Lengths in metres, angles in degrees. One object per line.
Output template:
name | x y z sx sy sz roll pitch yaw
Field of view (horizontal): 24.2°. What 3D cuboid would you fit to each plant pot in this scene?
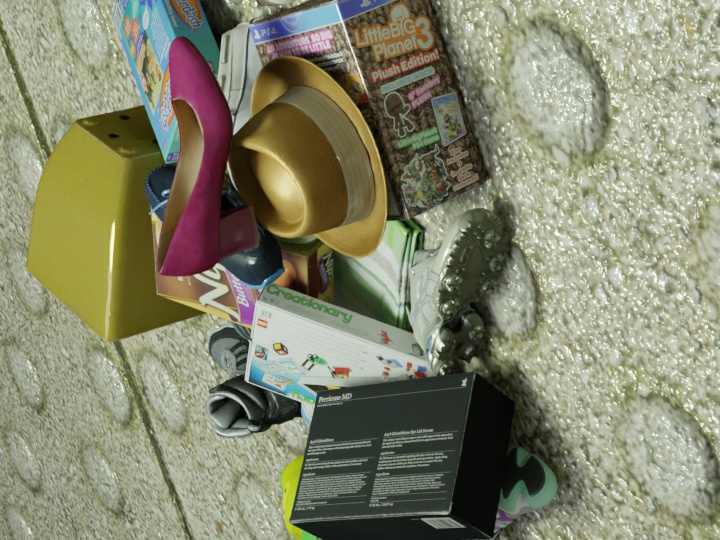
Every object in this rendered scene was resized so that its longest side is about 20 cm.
plant pot | -0.251 -0.071 1.901 0.195 0.193 0.202 36 130 41

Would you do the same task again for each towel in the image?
towel | 0.000 0.000 1.712 0.149 0.030 0.202 40 142 34

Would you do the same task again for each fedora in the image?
fedora | -0.058 -0.090 1.490 0.200 0.081 0.203 37 139 39

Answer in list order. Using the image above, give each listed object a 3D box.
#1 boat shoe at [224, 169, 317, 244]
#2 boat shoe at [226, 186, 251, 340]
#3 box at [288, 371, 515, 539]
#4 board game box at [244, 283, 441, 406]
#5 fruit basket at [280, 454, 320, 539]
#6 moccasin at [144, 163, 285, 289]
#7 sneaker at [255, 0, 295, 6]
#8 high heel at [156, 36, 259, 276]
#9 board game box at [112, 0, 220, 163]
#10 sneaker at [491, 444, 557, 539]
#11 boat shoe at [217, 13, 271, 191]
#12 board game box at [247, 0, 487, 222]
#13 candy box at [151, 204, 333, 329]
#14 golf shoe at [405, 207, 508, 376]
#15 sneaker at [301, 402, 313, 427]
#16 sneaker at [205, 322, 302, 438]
boat shoe | -0.094 -0.091 1.706 0.063 0.073 0.201 49 176 -41
boat shoe | -0.129 -0.004 1.867 0.090 0.070 0.203 11 121 54
box | 0.040 0.184 1.614 0.198 0.143 0.079 -10 149 39
board game box | -0.016 0.096 1.705 0.198 0.035 0.127 20 137 6
fruit basket | -0.031 0.289 1.879 0.214 0.155 0.218 22 132 26
moccasin | -0.145 -0.061 1.687 0.199 0.080 0.069 32 155 32
sneaker | -0.123 -0.340 1.611 0.082 0.076 0.202 -16 98 66
high heel | -0.157 -0.098 1.466 0.067 0.095 0.202 -12 96 65
board game box | -0.206 -0.241 1.794 0.202 0.044 0.152 68 153 24
sneaker | 0.131 0.244 1.662 0.198 0.078 0.140 -3 131 43
boat shoe | -0.124 -0.156 1.638 0.085 0.075 0.204 -13 59 25
board game box | 0.005 -0.153 1.524 0.159 0.096 0.202 0 112 57
candy box | -0.124 -0.005 1.764 0.198 0.056 0.118 19 127 26
golf shoe | 0.075 0.004 1.559 0.097 0.078 0.201 51 147 32
sneaker | 0.007 0.182 1.794 0.200 0.071 0.073 37 135 44
sneaker | -0.143 0.127 1.944 0.199 0.113 0.076 28 134 45
